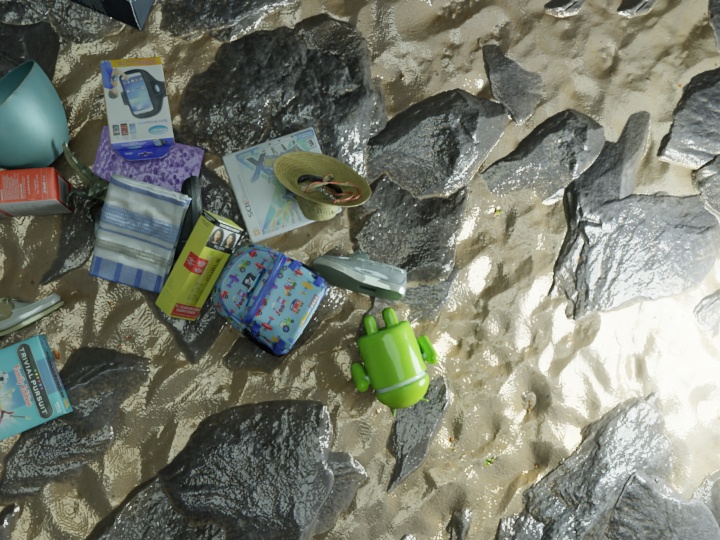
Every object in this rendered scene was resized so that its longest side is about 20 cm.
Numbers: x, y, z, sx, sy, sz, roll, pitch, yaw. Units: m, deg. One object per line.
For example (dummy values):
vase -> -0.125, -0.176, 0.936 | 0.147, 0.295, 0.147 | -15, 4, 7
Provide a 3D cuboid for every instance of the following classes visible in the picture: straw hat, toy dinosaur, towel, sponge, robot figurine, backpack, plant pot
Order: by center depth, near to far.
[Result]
plant pot -> -0.614, -0.258, 1.160 | 0.201, 0.199, 0.135 | -48, 130, -11
towel -> -0.407, -0.064, 1.174 | 0.144, 0.024, 0.204 | 16, 104, -15
toy dinosaur -> -0.501, -0.143, 1.201 | 0.088, 0.047, 0.200 | -47, 128, -3
backpack -> -0.181, 0.042, 1.219 | 0.198, 0.135, 0.184 | 36, 79, -2
straw hat -> -0.083, -0.145, 1.253 | 0.197, 0.203, 0.086 | 12, 126, -9
sponge -> -0.415, -0.204, 1.254 | 0.196, 0.030, 0.114 | 12, 83, -10
robot figurine -> 0.064, 0.178, 1.256 | 0.172, 0.116, 0.204 | -21, 88, -5

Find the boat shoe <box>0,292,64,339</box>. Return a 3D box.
boat shoe -> -0.644, 0.082, 1.161 | 0.197, 0.075, 0.070 | -26, 95, -11

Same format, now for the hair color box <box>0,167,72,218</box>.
hair color box -> -0.643, -0.138, 1.165 | 0.195, 0.111, 0.065 | -7, 84, -11

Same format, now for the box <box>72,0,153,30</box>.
box -> -0.488, -0.616, 1.235 | 0.193, 0.124, 0.204 | 21, 81, -6

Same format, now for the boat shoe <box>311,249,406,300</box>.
boat shoe -> 0.001, 0.000, 1.295 | 0.197, 0.070, 0.073 | 18, 62, -6

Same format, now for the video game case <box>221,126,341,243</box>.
video game case -> -0.159, -0.175, 1.300 | 0.196, 0.022, 0.186 | -20, 88, -12

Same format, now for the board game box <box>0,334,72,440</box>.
board game box -> -0.650, 0.226, 1.159 | 0.197, 0.047, 0.154 | -22, 89, -11

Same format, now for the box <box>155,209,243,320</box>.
box -> -0.303, -0.008, 1.200 | 0.050, 0.075, 0.202 | 34, 97, 32

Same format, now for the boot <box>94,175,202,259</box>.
boot -> -0.401, -0.094, 1.214 | 0.195, 0.066, 0.169 | -2, 101, -8

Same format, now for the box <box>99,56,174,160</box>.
box -> -0.429, -0.313, 1.236 | 0.116, 0.042, 0.204 | -9, 74, -16
